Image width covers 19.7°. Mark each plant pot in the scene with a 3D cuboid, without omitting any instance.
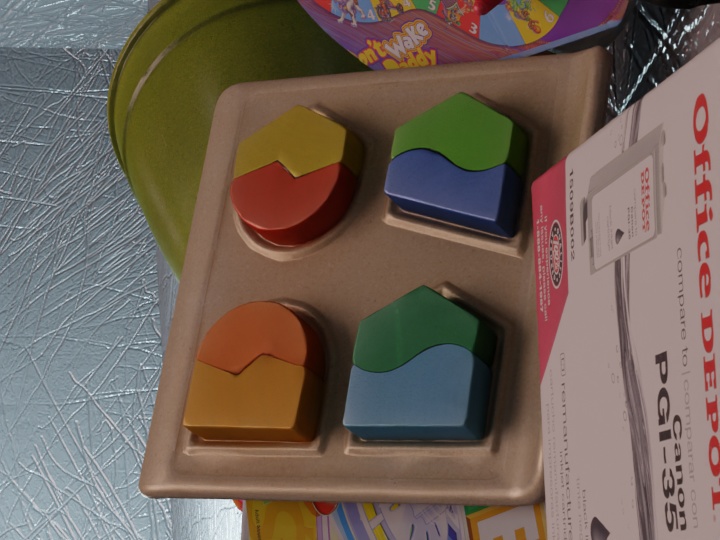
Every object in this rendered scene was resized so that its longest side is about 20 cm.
[{"bbox_3d":[-0.037,-0.041,1.171,0.194,0.199,0.201,-105,19,-51],"label":"plant pot"}]

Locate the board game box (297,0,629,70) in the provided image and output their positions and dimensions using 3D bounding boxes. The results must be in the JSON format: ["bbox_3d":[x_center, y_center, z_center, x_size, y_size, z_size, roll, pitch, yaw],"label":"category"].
[{"bbox_3d":[0.014,-0.142,0.813,0.199,0.039,0.159,-13,112,48],"label":"board game box"}]

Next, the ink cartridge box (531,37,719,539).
[{"bbox_3d":[0.117,0.020,0.626,0.200,0.082,0.148,136,134,-76],"label":"ink cartridge box"}]

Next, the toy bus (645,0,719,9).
[{"bbox_3d":[0.069,-0.197,0.612,0.136,0.198,0.193,110,166,-60],"label":"toy bus"}]

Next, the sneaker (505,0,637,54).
[{"bbox_3d":[0.092,-0.176,0.796,0.085,0.072,0.202,-112,25,-70],"label":"sneaker"}]

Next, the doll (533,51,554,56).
[{"bbox_3d":[0.060,-0.091,1.045,0.200,0.048,0.137,103,157,-73],"label":"doll"}]

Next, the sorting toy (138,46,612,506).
[{"bbox_3d":[0.000,0.000,0.824,0.036,0.199,0.186,36,-123,-50],"label":"sorting toy"}]

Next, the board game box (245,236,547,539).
[{"bbox_3d":[0.019,0.086,0.814,0.034,0.134,0.201,37,-143,-50],"label":"board game box"}]

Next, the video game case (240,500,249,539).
[{"bbox_3d":[0.032,0.057,0.858,0.024,0.181,0.201,36,-131,-50],"label":"video game case"}]

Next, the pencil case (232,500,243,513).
[{"bbox_3d":[-0.004,0.103,1.103,0.200,0.088,0.089,15,-106,-70],"label":"pencil case"}]
